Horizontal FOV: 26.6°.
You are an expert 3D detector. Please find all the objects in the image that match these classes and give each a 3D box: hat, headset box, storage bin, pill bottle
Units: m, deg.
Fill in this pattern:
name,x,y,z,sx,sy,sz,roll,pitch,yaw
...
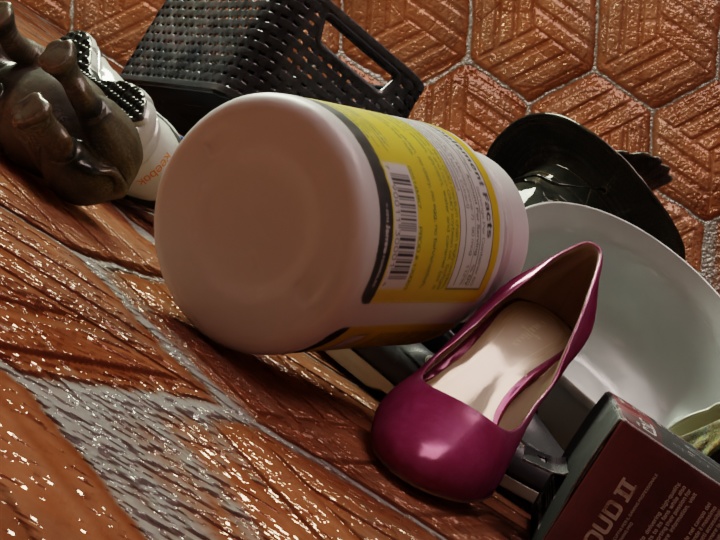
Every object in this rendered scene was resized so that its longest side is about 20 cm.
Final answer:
name,x,y,z,sx,sy,sz,roll,pitch,yaw
hat,0.145,-0.015,1.158,0.200,0.202,0.081,35,43,29
headset box,0.160,0.132,0.681,0.199,0.078,0.149,33,3,5
storage bin,-0.067,-0.131,1.077,0.135,0.094,0.199,36,-11,-32
pill bottle,0.001,-0.019,0.736,0.114,0.115,0.199,34,15,25

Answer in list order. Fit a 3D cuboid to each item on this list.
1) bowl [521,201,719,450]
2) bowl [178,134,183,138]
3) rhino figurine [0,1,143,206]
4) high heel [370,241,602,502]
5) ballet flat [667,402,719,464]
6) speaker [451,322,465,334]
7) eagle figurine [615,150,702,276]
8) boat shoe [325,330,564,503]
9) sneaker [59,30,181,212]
name,x,y,z,sx,sy,sz,roll,pitch,yaw
bowl,0.147,0.060,0.938,0.200,0.091,0.202,23,37,-18
bowl,-0.077,-0.039,1.202,0.200,0.040,0.201,33,3,-2
rhino figurine,-0.181,-0.094,0.820,0.200,0.060,0.088,36,-15,47
high heel,0.067,0.041,0.704,0.067,0.096,0.200,34,19,17
ballet flat,0.202,0.090,0.780,0.070,0.200,0.071,25,48,-31
speaker,-0.021,-0.008,0.958,0.199,0.082,0.081,36,4,27
eagle figurine,0.185,-0.020,1.250,0.151,0.152,0.200,23,-1,-13
boat shoe,0.062,0.065,0.828,0.199,0.063,0.073,35,4,25
sneaker,-0.167,-0.090,0.977,0.080,0.074,0.200,49,-2,-38
